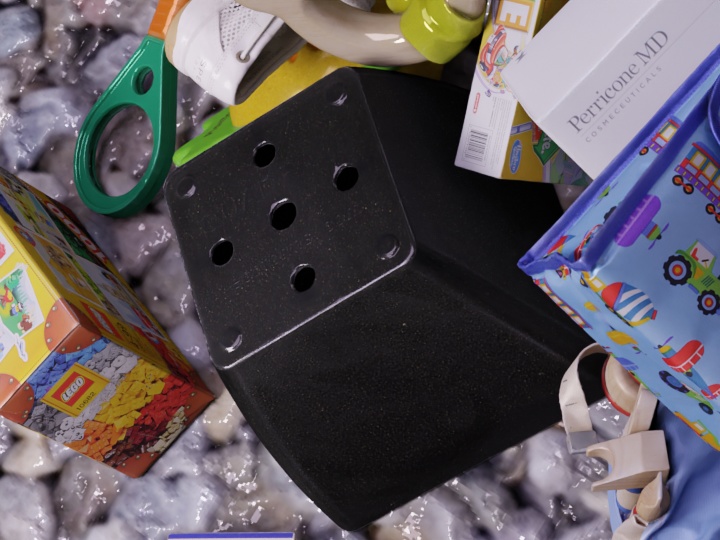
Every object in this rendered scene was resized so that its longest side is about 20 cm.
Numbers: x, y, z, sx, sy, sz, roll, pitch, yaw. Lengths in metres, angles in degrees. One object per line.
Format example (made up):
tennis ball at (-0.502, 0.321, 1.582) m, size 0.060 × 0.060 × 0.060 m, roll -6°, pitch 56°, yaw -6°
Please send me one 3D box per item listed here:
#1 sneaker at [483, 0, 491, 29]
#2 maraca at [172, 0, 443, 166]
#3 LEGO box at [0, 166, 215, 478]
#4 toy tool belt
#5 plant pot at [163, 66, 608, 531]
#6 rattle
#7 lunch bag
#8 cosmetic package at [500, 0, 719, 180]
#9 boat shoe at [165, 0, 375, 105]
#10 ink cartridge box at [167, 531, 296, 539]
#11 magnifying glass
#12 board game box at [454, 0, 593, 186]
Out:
sneaker at (0.065, -0.244, 1.497) m, size 0.075 × 0.088 × 0.200 m, roll -30°, pitch 80°, yaw -22°
maraca at (-0.032, -0.112, 1.526) m, size 0.199 × 0.137 × 0.107 m, roll -23°, pitch 104°, yaw 34°
LEGO box at (-0.203, 0.021, 1.551) m, size 0.077 × 0.149 × 0.200 m, roll -46°, pitch 54°, yaw 7°
toy tool belt at (0.174, 0.105, 1.287) m, size 0.124 × 0.123 × 0.201 m, roll -4°, pitch 64°, yaw -10°
plant pot at (0.000, 0.000, 1.416) m, size 0.200 × 0.177 × 0.200 m, roll -30°, pitch 56°, yaw 19°
rattle at (-0.020, -0.201, 1.369) m, size 0.199 × 0.130 × 0.143 m, roll 10°, pitch 67°, yaw 8°
lunch bag at (0.203, -0.027, 1.203) m, size 0.200 × 0.150 × 0.094 m, roll -50°, pitch 11°, yaw -10°
cosmetic package at (0.216, -0.095, 1.287) m, size 0.199 × 0.200 × 0.123 m, roll -46°, pitch 14°, yaw 8°
boat shoe at (-0.018, -0.167, 1.435) m, size 0.200 × 0.071 × 0.069 m, roll -42°, pitch 68°, yaw -10°
ink cartridge box at (-0.082, 0.253, 1.448) m, size 0.094 × 0.037 × 0.201 m, roll -4°, pitch 70°, yaw 32°
magnifying glass at (-0.136, -0.131, 1.634) m, size 0.079 × 0.022 × 0.201 m, roll 22°, pitch 95°, yaw 41°
board game box at (0.126, -0.148, 1.389) m, size 0.034 × 0.134 × 0.201 m, roll 19°, pitch 101°, yaw 37°
